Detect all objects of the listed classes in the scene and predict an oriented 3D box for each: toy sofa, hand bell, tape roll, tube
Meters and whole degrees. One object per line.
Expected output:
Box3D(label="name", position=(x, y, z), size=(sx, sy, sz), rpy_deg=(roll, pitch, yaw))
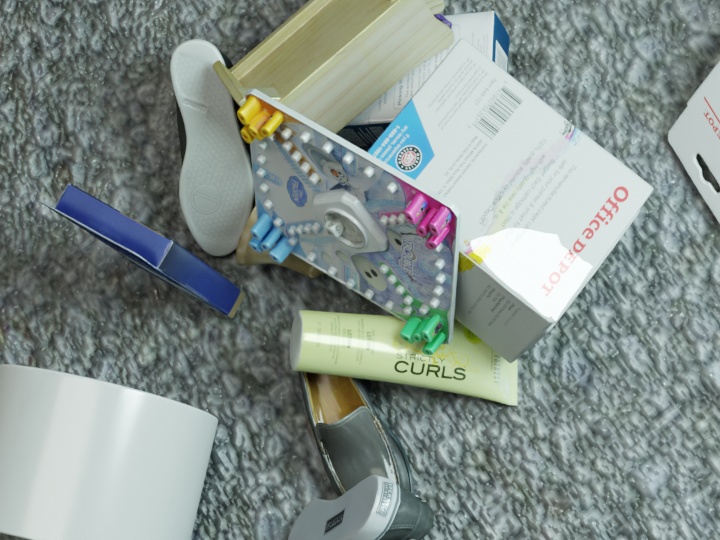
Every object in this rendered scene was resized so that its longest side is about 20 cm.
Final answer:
Box3D(label="toy sofa", position=(-0.022, -0.194, 1.573), size=(0.200, 0.098, 0.083), rpy_deg=(-40, 39, 4))
Box3D(label="hand bell", position=(0.000, 0.000, 1.582), size=(0.199, 0.104, 0.105), rpy_deg=(31, 87, 11))
Box3D(label="tape roll", position=(-0.234, 0.171, 1.543), size=(0.201, 0.203, 0.141), rpy_deg=(9, 79, 22))
Box3D(label="tube", position=(0.040, 0.067, 1.520), size=(0.198, 0.052, 0.059), rpy_deg=(7, 116, -13))

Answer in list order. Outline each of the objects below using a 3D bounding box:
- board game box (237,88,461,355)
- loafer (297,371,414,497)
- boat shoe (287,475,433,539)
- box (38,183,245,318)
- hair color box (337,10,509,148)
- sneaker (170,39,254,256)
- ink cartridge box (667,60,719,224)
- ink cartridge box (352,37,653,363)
Box3D(label="board game box", position=(-0.012, -0.033, 1.433), size=(0.199, 0.201, 0.026), rpy_deg=(31, 62, 18))
Box3D(label="loafer", position=(-0.012, 0.139, 1.540), size=(0.072, 0.072, 0.201), rpy_deg=(-29, 68, 9))
Box3D(label="boat shoe", position=(-0.006, 0.221, 1.480), size=(0.056, 0.200, 0.069), rpy_deg=(23, 63, -17))
Box3D(label="box", position=(-0.190, -0.020, 1.578), size=(0.120, 0.200, 0.033), rpy_deg=(28, 86, 24))
Box3D(label="hair color box", position=(0.032, -0.168, 1.614), size=(0.198, 0.061, 0.101), rpy_deg=(-2, 72, 19))
Box3D(label="sneaker", position=(-0.134, -0.120, 1.664), size=(0.070, 0.099, 0.202), rpy_deg=(-6, 104, 3))
Box3D(label="ink cartridge box", position=(0.343, -0.131, 1.454), size=(0.067, 0.200, 0.117), rpy_deg=(-13, 63, -30))
Box3D(label="ink cartridge box", position=(0.105, -0.052, 1.462), size=(0.200, 0.145, 0.148), rpy_deg=(39, 72, 4))
